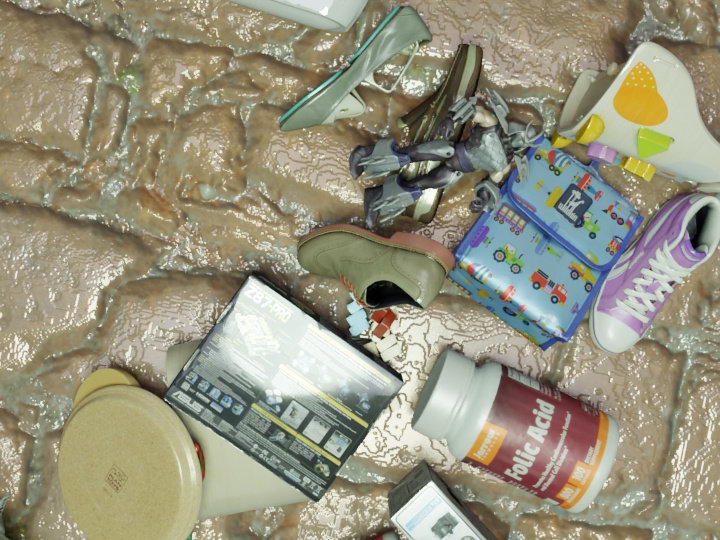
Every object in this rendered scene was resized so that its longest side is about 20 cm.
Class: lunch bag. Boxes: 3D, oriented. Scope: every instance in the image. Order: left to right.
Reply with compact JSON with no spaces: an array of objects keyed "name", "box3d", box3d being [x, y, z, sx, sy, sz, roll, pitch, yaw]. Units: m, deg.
[{"name":"lunch bag","box3d":[0.208,-0.038,1.030,0.150,0.094,0.200,36,77,2]}]

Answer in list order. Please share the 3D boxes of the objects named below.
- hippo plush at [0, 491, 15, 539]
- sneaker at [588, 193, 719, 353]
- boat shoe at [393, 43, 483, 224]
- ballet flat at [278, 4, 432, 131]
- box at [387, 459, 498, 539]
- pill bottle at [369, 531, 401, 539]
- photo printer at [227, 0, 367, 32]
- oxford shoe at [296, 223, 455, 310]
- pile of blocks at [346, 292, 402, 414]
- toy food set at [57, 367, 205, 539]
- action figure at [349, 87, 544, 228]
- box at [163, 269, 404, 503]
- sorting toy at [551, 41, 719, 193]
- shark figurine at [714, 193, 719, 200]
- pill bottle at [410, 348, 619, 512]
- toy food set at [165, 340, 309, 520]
[{"name":"hippo plush","box3d":[-0.373,0.334,1.011,0.161,0.160,0.200,37,107,-30]},{"name":"sneaker","box3d":[0.319,0.002,1.007,0.072,0.114,0.201,29,91,-1]},{"name":"boat shoe","box3d":[0.075,-0.158,1.028,0.075,0.075,0.203,18,90,6]},{"name":"ballet flat","box3d":[-0.001,-0.208,1.031,0.200,0.067,0.064,-43,98,0]},{"name":"box","box3d":[0.118,0.306,1.004,0.060,0.117,0.200,-43,91,0]},{"name":"pill bottle","box3d":[-0.031,0.373,1.002,0.199,0.120,0.120,-23,90,0]},{"name":"photo printer","box3d":[-0.074,-0.361,1.028,0.199,0.069,0.167,18,90,0]},{"name":"oxford shoe","box3d":[0.000,0.000,0.980,0.070,0.199,0.075,47,59,-39]},{"name":"pile of blocks","box3d":[0.011,0.070,1.031,0.082,0.062,0.201,3,89,0]},{"name":"toy food set","box3d":[-0.251,0.219,1.010,0.199,0.049,0.199,23,103,22]},{"name":"action figure","box3d":[0.093,-0.111,0.960,0.199,0.069,0.131,-15,116,18]},{"name":"box","box3d":[-0.079,0.122,0.982,0.200,0.049,0.162,35,96,-5]},{"name":"sorting toy","box3d":[0.308,-0.135,0.969,0.180,0.200,0.107,30,93,-4]},{"name":"shark figurine","box3d":[0.475,-0.042,1.021,0.128,0.090,0.216,-15,88,1]},{"name":"pill bottle","box3d":[0.163,0.168,1.005,0.199,0.114,0.115,24,90,0]},{"name":"toy food set","box3d":[-0.129,0.172,1.039,0.143,0.060,0.201,-9,97,-2]}]
